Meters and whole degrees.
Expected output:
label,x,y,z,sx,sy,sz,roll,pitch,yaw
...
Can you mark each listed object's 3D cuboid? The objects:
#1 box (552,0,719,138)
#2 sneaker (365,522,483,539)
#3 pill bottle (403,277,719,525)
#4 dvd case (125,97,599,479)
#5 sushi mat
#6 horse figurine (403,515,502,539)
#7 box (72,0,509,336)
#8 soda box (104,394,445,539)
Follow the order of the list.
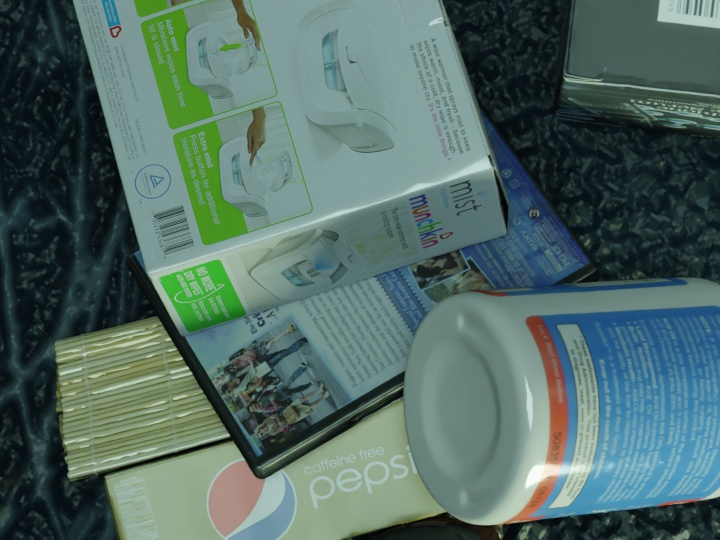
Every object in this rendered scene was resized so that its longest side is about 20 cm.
label,x,y,z,sx,sy,sz,roll,pitch,yaw
box,0.172,-0.125,1.330,0.148,0.200,0.107,7,89,3
sneaker,-0.039,0.175,1.334,0.200,0.115,0.076,-28,67,27
pill bottle,0.130,0.060,1.335,0.200,0.112,0.112,-3,87,-31
dvd case,0.000,0.000,1.384,0.200,0.018,0.143,-30,63,-7
sushi mat,-0.059,0.046,1.399,0.200,0.012,0.096,-15,48,1
horse figurine,0.025,0.207,1.392,0.132,0.050,0.200,15,97,20
box,-0.039,-0.096,1.362,0.176,0.097,0.200,-18,68,0
soda box,-0.025,0.107,1.395,0.200,0.068,0.064,-15,88,1
